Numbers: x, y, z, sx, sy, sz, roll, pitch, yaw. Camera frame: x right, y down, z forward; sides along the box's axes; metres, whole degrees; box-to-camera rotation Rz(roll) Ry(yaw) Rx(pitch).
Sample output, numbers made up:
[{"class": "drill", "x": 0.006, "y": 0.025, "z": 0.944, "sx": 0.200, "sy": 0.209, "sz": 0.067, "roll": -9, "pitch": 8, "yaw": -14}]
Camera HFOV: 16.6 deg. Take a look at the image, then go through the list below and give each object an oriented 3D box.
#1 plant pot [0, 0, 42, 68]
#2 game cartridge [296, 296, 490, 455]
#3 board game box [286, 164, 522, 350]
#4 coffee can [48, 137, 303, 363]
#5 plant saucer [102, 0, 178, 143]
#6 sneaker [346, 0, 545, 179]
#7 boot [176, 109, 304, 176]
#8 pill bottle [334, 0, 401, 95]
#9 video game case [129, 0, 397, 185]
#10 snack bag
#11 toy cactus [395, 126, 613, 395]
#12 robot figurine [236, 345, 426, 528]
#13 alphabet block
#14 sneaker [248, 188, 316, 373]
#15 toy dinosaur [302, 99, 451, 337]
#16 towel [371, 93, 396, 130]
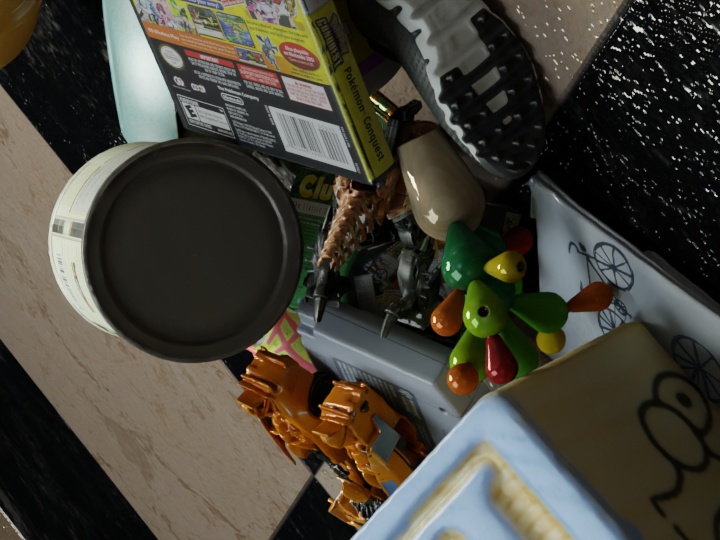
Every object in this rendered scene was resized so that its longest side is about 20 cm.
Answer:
[{"class": "plant pot", "x": -0.338, "y": -0.283, "z": 1.981, "sx": 0.200, "sy": 0.200, "sz": 0.183, "roll": 48, "pitch": 143, "yaw": 15}, {"class": "game cartridge", "x": 0.035, "y": 0.091, "z": 1.696, "sx": 0.133, "sy": 0.042, "sz": 0.200, "roll": 20, "pitch": 158, "yaw": 21}, {"class": "board game box", "x": 0.014, "y": -0.009, "z": 1.696, "sx": 0.200, "sy": 0.105, "sz": 0.023, "roll": 14, "pitch": 171, "yaw": 43}, {"class": "coffee can", "x": -0.131, "y": -0.018, "z": 1.695, "sx": 0.147, "sy": 0.146, "sz": 0.200, "roll": 57, "pitch": 170, "yaw": -10}, {"class": "plant saucer", "x": -0.168, "y": -0.159, "z": 1.859, "sx": 0.201, "sy": 0.039, "sz": 0.202, "roll": 171, "pitch": 90, "yaw": -83}, {"class": "sneaker", "x": 0.045, "y": -0.144, "z": 1.525, "sx": 0.200, "sy": 0.066, "sz": 0.090, "roll": 56, "pitch": 168, "yaw": -7}, {"class": "boot", "x": -0.073, "y": -0.099, "z": 1.830, "sx": 0.131, "sy": 0.068, "sz": 0.200, "roll": 40, "pitch": 165, "yaw": 17}, {"class": "pill bottle", "x": -0.053, "y": -0.203, "z": 1.580, "sx": 0.104, "sy": 0.104, "sz": 0.200, "roll": 19, "pitch": 141, "yaw": 56}, {"class": "video game case", "x": -0.076, "y": -0.150, "z": 1.539, "sx": 0.200, "sy": 0.025, "sz": 0.181, "roll": 19, "pitch": 140, "yaw": 47}, {"class": "snack bag", "x": 0.182, "y": 0.047, "z": 1.585, "sx": 0.200, "sy": 0.021, "sz": 0.189, "roll": 39, "pitch": 154, "yaw": 33}, {"class": "toy cactus", "x": 0.077, "y": -0.010, "z": 1.519, "sx": 0.165, "sy": 0.102, "sz": 0.200, "roll": 65, "pitch": -161, "yaw": -4}, {"class": "robot figurine", "x": -0.002, "y": 0.130, "z": 1.708, "sx": 0.145, "sy": 0.058, "sz": 0.200, "roll": 18, "pitch": 156, "yaw": 37}, {"class": "alphabet block", "x": 0.129, "y": 0.176, "z": 1.494, "sx": 0.195, "sy": 0.200, "sz": 0.196, "roll": 50, "pitch": 121, "yaw": 13}, {"class": "sneaker", "x": -0.071, "y": 0.039, "z": 1.861, "sx": 0.078, "sy": 0.090, "sz": 0.201, "roll": 28, "pitch": 136, "yaw": 66}, {"class": "toy dinosaur", "x": 0.008, "y": -0.037, "z": 1.587, "sx": 0.102, "sy": 0.200, "sz": 0.136, "roll": 23, "pitch": 116, "yaw": 34}, {"class": "towel", "x": -0.018, "y": -0.117, "z": 1.764, "sx": 0.200, "sy": 0.018, "sz": 0.086, "roll": 42, "pitch": 156, "yaw": 30}]
